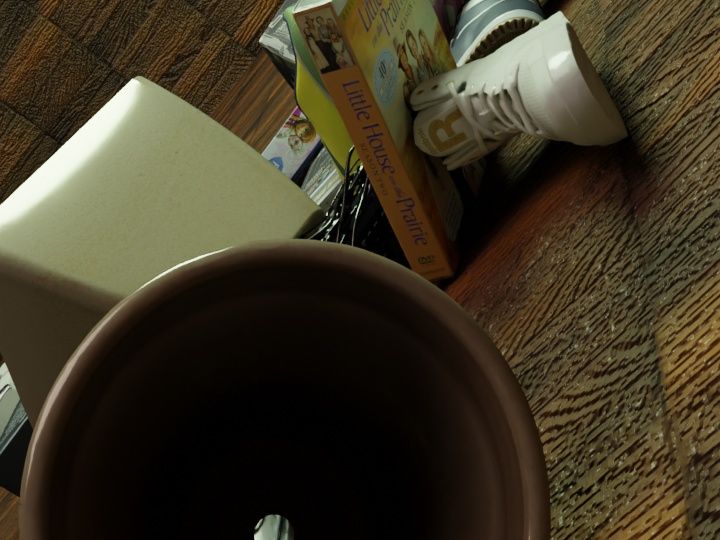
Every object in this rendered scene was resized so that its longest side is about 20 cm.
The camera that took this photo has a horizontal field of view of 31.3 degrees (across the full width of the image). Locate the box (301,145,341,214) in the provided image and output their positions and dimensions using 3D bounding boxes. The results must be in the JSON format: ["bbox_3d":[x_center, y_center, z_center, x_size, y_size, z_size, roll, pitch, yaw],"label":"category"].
[{"bbox_3d":[0.015,-0.105,1.116,0.200,0.048,0.159,-45,17,35],"label":"box"}]

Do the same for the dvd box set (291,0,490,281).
[{"bbox_3d":[0.027,-0.115,0.818,0.029,0.201,0.147,-10,34,25],"label":"dvd box set"}]

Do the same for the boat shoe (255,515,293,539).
[{"bbox_3d":[-0.078,0.156,0.767,0.074,0.067,0.201,-47,16,25],"label":"boat shoe"}]

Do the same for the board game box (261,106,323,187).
[{"bbox_3d":[-0.091,-0.078,1.314,0.201,0.041,0.200,-52,-1,7],"label":"board game box"}]

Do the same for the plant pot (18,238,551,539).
[{"bbox_3d":[-0.035,0.106,0.546,0.201,0.199,0.175,-58,-1,-16],"label":"plant pot"}]

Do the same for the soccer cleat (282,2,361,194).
[{"bbox_3d":[-0.004,-0.100,0.906,0.083,0.202,0.065,8,34,36],"label":"soccer cleat"}]

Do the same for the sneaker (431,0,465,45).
[{"bbox_3d":[0.078,-0.244,1.012,0.199,0.089,0.081,-31,-23,-10],"label":"sneaker"}]

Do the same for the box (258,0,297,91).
[{"bbox_3d":[0.010,-0.227,1.055,0.201,0.050,0.158,-57,-18,-3],"label":"box"}]

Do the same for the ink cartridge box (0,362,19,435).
[{"bbox_3d":[-0.379,0.182,1.529,0.085,0.145,0.200,-52,14,1],"label":"ink cartridge box"}]

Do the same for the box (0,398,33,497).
[{"bbox_3d":[-0.210,0.127,1.100,0.107,0.148,0.200,-49,15,18],"label":"box"}]

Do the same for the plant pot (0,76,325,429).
[{"bbox_3d":[-0.126,0.018,0.907,0.200,0.176,0.201,-51,-30,-35],"label":"plant pot"}]

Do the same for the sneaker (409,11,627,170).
[{"bbox_3d":[0.085,-0.090,0.744,0.115,0.074,0.200,-28,10,12],"label":"sneaker"}]

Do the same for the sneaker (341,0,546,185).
[{"bbox_3d":[0.066,-0.131,0.965,0.200,0.070,0.109,-42,20,26],"label":"sneaker"}]

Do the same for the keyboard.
[{"bbox_3d":[0.000,0.000,0.831,0.039,0.104,0.201,6,53,41],"label":"keyboard"}]
